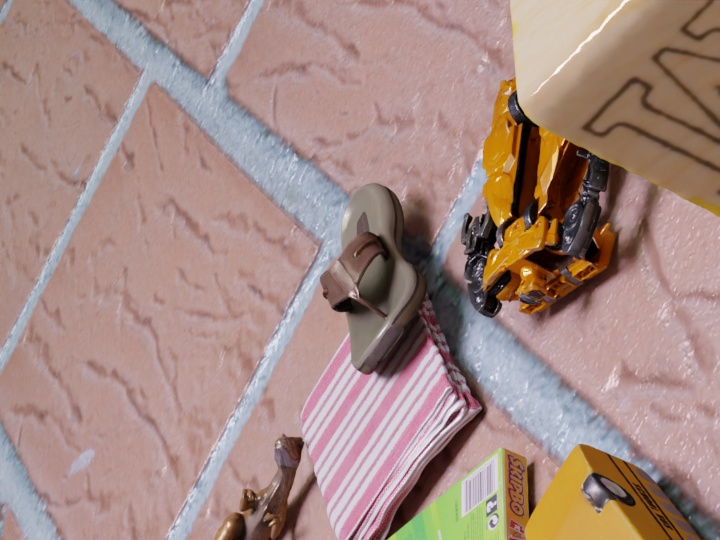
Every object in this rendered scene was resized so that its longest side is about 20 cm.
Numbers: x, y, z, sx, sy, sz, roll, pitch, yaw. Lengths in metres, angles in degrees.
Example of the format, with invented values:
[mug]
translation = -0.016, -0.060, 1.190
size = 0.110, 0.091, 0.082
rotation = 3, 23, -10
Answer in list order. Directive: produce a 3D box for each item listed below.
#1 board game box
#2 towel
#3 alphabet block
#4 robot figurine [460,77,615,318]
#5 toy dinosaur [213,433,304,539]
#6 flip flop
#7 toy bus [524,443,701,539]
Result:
[board game box]
translation = 0.040, 0.202, 1.612
size = 0.200, 0.030, 0.096
rotation = -41, 35, 39
[towel]
translation = 0.016, 0.096, 1.756
size = 0.147, 0.030, 0.200
rotation = -56, 24, 18
[alphabet block]
translation = 0.217, -0.171, 1.405
size = 0.200, 0.196, 0.196
rotation = -45, 30, 37
[robot figurine]
translation = 0.126, -0.060, 1.641
size = 0.145, 0.058, 0.200
rotation = -36, 37, 47
[toy dinosaur]
translation = -0.088, 0.201, 1.850
size = 0.200, 0.060, 0.106
rotation = -50, 12, 37
[flip flop]
translation = 0.000, 0.000, 1.777
size = 0.081, 0.057, 0.200
rotation = -52, 25, 28
[toy bus]
translation = 0.152, 0.170, 1.364
size = 0.065, 0.078, 0.200
rotation = -58, 26, 13
